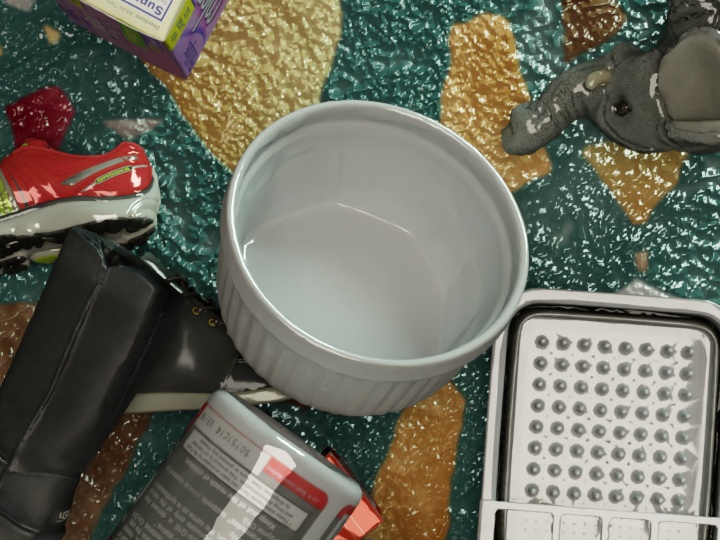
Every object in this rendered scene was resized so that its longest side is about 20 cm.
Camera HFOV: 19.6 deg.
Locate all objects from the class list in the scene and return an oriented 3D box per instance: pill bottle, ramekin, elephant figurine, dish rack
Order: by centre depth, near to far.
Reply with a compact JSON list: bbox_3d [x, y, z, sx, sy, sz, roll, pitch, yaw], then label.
[{"bbox_3d":[-0.099,0.184,1.274,0.114,0.114,0.200,36,88,1],"label":"pill bottle"},{"bbox_3d":[0.000,0.000,1.355,0.200,0.105,0.200,7,58,-12],"label":"ramekin"},{"bbox_3d":[0.220,-0.131,1.399,0.141,0.155,0.200,18,101,-42],"label":"elephant figurine"},{"bbox_3d":[0.169,0.116,1.416,0.171,0.044,0.200,4,88,0],"label":"dish rack"}]

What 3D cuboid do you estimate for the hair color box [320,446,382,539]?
[{"bbox_3d":[-0.081,0.201,1.380,0.200,0.102,0.061,-39,88,-3],"label":"hair color box"}]

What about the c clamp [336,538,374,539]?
[{"bbox_3d":[-0.016,0.265,1.356,0.027,0.171,0.200,21,93,26],"label":"c clamp"}]

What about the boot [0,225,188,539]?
[{"bbox_3d":[-0.222,0.060,1.366,0.165,0.066,0.200,30,105,16],"label":"boot"}]

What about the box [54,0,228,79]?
[{"bbox_3d":[-0.116,-0.243,1.360,0.097,0.176,0.200,28,87,1],"label":"box"}]

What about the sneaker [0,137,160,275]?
[{"bbox_3d":[-0.235,-0.047,1.413,0.200,0.077,0.085,-6,65,1],"label":"sneaker"}]

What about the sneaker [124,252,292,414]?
[{"bbox_3d":[-0.102,0.038,1.398,0.200,0.075,0.106,-5,91,0],"label":"sneaker"}]
